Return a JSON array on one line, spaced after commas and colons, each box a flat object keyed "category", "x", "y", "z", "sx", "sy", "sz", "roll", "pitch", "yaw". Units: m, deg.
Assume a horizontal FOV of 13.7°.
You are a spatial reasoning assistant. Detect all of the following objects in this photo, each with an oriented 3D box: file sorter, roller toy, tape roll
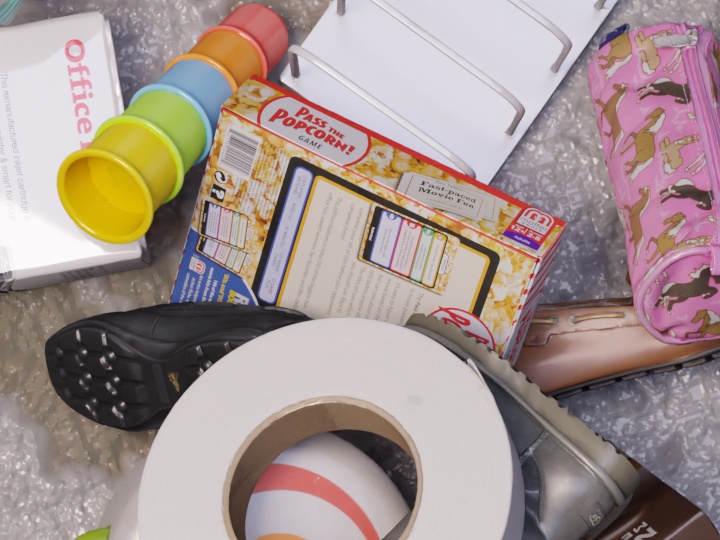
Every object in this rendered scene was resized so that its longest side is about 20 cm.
[{"category": "file sorter", "x": 0.065, "y": -0.160, "z": 1.719, "sx": 0.139, "sy": 0.125, "sz": 0.200, "roll": 35, "pitch": 84, "yaw": 3}, {"category": "roller toy", "x": -0.057, "y": 0.176, "z": 1.675, "sx": 0.200, "sy": 0.140, "sz": 0.183, "roll": 40, "pitch": 82, "yaw": -6}, {"category": "tape roll", "x": -0.015, "y": 0.119, "z": 1.540, "sx": 0.202, "sy": 0.037, "sz": 0.204, "roll": -6, "pitch": 60, "yaw": 11}]

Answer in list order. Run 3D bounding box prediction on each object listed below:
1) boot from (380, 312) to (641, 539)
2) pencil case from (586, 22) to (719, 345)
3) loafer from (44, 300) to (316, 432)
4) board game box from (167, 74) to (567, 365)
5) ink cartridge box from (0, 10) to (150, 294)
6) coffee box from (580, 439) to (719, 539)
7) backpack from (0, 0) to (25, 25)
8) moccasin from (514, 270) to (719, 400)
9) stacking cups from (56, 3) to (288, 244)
[{"category": "boot", "x": 0.028, "y": 0.138, "z": 1.581, "sx": 0.200, "sy": 0.073, "sz": 0.182, "roll": -48, "pitch": 54, "yaw": -7}, {"category": "pencil case", "x": 0.180, "y": -0.051, "z": 1.680, "sx": 0.082, "sy": 0.087, "sz": 0.201, "roll": -17, "pitch": 47, "yaw": 12}, {"category": "loafer", "x": -0.097, "y": 0.052, "z": 1.691, "sx": 0.200, "sy": 0.070, "sz": 0.068, "roll": -2, "pitch": 105, "yaw": 42}, {"category": "board game box", "x": 0.000, "y": 0.000, "z": 1.684, "sx": 0.199, "sy": 0.046, "sz": 0.152, "roll": 26, "pitch": 126, "yaw": 10}, {"category": "ink cartridge box", "x": -0.229, "y": -0.058, "z": 1.726, "sx": 0.199, "sy": 0.084, "sz": 0.146, "roll": -10, "pitch": 85, "yaw": -1}, {"category": "coffee box", "x": 0.138, "y": 0.172, "z": 1.639, "sx": 0.114, "sy": 0.200, "sz": 0.080, "roll": -37, "pitch": 102, "yaw": -4}, {"category": "backpack", "x": -0.193, "y": -0.240, "z": 1.683, "sx": 0.150, "sy": 0.178, "sz": 0.201, "roll": 23, "pitch": 57, "yaw": -17}, {"category": "moccasin", "x": 0.169, "y": 0.020, "z": 1.731, "sx": 0.200, "sy": 0.074, "sz": 0.078, "roll": -15, "pitch": 92, "yaw": 8}, {"category": "stacking cups", "x": -0.095, "y": -0.090, "z": 1.687, "sx": 0.060, "sy": 0.061, "sz": 0.200, "roll": 37, "pitch": 43, "yaw": 3}]
